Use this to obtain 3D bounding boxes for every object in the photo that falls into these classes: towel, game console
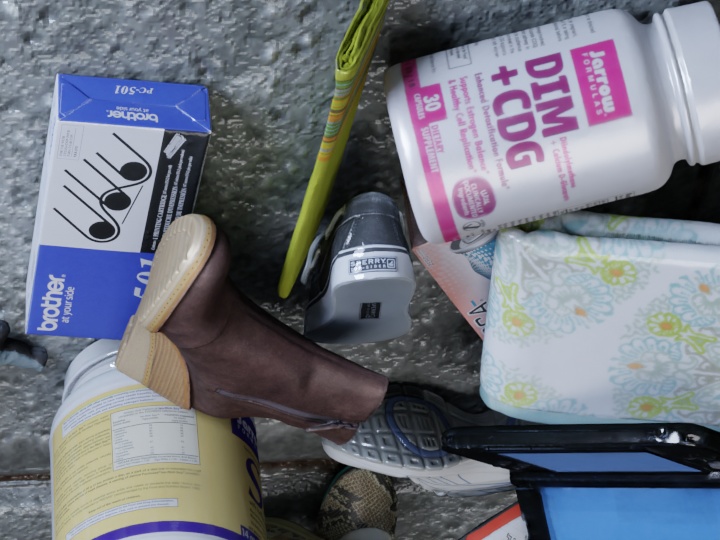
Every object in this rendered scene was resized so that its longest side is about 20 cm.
[{"bbox_3d":[-0.021,-0.077,1.269,0.018,0.086,0.200,21,136,3],"label":"towel"},{"bbox_3d":[0.175,0.173,1.414,0.200,0.117,0.176,-4,165,34],"label":"game console"},{"bbox_3d":[0.181,0.034,1.346,0.200,0.048,0.171,5,134,1],"label":"towel"}]

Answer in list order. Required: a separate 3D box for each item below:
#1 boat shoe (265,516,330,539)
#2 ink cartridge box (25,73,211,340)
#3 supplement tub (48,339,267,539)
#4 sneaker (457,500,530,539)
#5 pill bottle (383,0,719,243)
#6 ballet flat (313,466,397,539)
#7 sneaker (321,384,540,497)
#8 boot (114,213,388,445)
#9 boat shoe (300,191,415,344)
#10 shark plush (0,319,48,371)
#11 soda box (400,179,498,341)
[{"bbox_3d":[-0.053,0.234,1.576,0.200,0.063,0.073,2,106,32],"label":"boat shoe"},{"bbox_3d":[-0.157,-0.035,1.319,0.094,0.044,0.200,4,138,-13],"label":"ink cartridge box"},{"bbox_3d":[-0.139,0.154,1.420,0.145,0.200,0.145,-5,140,-4],"label":"supplement tub"},{"bbox_3d":[0.149,0.215,1.554,0.201,0.108,0.067,-29,172,-22],"label":"sneaker"},{"bbox_3d":[0.122,-0.092,1.252,0.200,0.113,0.113,-14,139,5],"label":"pill bottle"},{"bbox_3d":[-0.009,0.236,1.633,0.068,0.075,0.200,1,138,-19],"label":"ballet flat"},{"bbox_3d":[0.064,0.138,1.540,0.200,0.075,0.087,7,142,-17],"label":"sneaker"},{"bbox_3d":[-0.058,0.041,1.315,0.166,0.072,0.200,18,150,-9],"label":"boot"},{"bbox_3d":[-0.003,0.000,1.366,0.074,0.068,0.199,-3,164,-2],"label":"boat shoe"},{"bbox_3d":[-0.309,0.042,1.396,0.200,0.091,0.083,-8,164,-33],"label":"shark plush"},{"bbox_3d":[0.101,0.006,1.399,0.068,0.064,0.200,-23,138,16],"label":"soda box"}]
